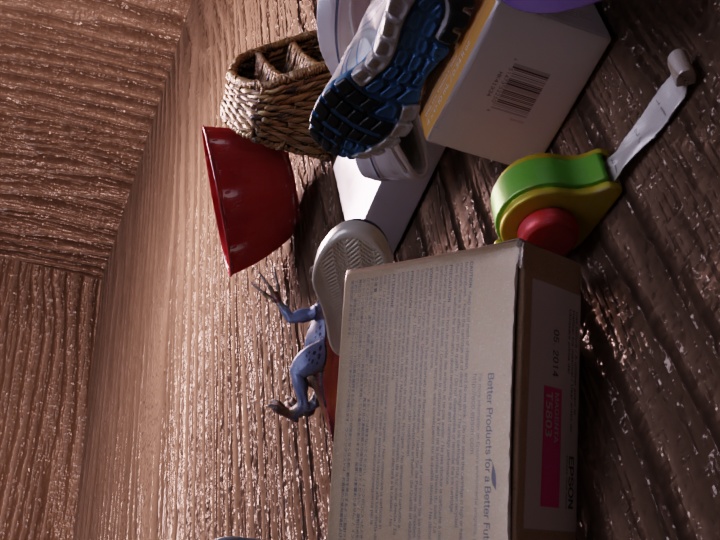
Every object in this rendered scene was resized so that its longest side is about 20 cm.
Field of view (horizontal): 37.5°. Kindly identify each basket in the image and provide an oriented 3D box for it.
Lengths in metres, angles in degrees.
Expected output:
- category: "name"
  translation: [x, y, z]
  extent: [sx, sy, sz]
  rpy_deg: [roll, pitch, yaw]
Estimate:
- category: "basket"
  translation: [-0.101, -0.250, 1.382]
  extent: [0.200, 0.141, 0.151]
  rpy_deg: [-122, 48, -64]

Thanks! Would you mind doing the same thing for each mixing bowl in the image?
- category: "mixing bowl"
  translation: [-0.142, -0.101, 1.404]
  extent: [0.200, 0.106, 0.204]
  rpy_deg: [169, 90, -81]

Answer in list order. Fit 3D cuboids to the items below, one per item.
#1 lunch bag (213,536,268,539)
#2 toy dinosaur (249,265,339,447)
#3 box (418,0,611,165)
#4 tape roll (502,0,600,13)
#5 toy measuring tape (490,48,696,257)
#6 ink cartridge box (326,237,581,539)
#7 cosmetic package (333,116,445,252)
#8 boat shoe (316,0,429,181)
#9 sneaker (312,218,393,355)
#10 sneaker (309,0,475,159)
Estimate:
- category: "lunch bag"
  translation: [-0.057, 0.290, 0.861]
  extent: [0.200, 0.167, 0.129]
  rpy_deg: [-171, 93, -71]
- category: "toy dinosaur"
  translation: [-0.026, 0.071, 1.119]
  extent: [0.199, 0.105, 0.183]
  rpy_deg: [34, 99, 30]
- category: "box"
  translation: [0.103, -0.197, 0.838]
  extent: [0.202, 0.096, 0.125]
  rpy_deg: [-98, 28, -47]
- category: "tape roll"
  translation: [0.143, -0.267, 0.667]
  extent: [0.198, 0.085, 0.202]
  rpy_deg: [-28, 40, 26]
- category: "toy measuring tape"
  translation: [0.138, -0.068, 0.700]
  extent: [0.074, 0.072, 0.201]
  rpy_deg: [-95, 26, -42]
- category: "ink cartridge box"
  translation: [0.061, 0.094, 0.704]
  extent: [0.163, 0.074, 0.204]
  rpy_deg: [-8, 72, 45]
- category: "cosmetic package"
  translation: [0.037, -0.139, 1.058]
  extent: [0.152, 0.051, 0.202]
  rpy_deg: [-100, 30, -52]
- category: "boat shoe"
  translation: [0.019, -0.167, 0.913]
  extent: [0.074, 0.064, 0.202]
  rpy_deg: [-56, -39, -37]
- category: "sneaker"
  translation: [0.000, 0.000, 0.972]
  extent: [0.201, 0.074, 0.086]
  rpy_deg: [94, -170, -56]
- category: "sneaker"
  translation: [0.025, -0.171, 0.812]
  extent: [0.200, 0.074, 0.088]
  rpy_deg: [-51, 24, 38]
